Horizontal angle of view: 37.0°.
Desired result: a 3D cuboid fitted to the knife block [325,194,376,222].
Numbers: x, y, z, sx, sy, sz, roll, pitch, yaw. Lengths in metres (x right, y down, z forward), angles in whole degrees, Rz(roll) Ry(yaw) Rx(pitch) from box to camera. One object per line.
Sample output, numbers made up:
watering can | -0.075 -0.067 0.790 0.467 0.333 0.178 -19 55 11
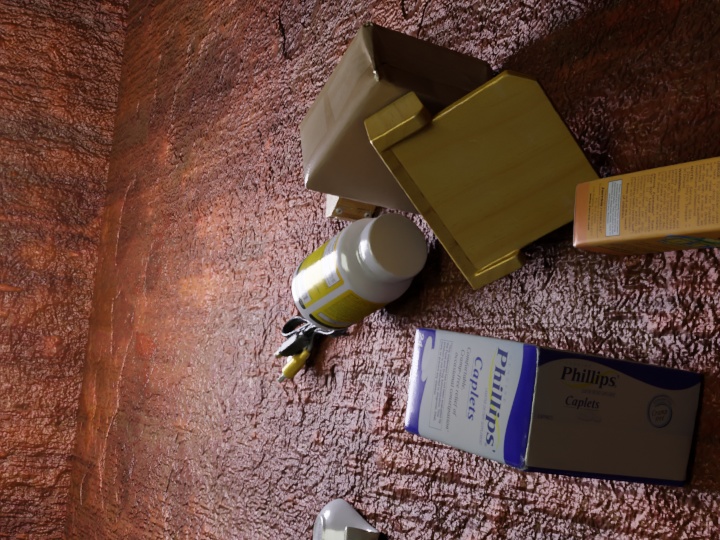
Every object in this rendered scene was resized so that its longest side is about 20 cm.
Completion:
knife block | -0.007 -0.193 1.550 0.200 0.064 0.176 -65 31 29

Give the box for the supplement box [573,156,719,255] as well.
supplement box | 0.277 -0.054 0.956 0.200 0.066 0.069 -10 73 62

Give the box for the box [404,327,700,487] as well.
box | 0.169 0.122 0.983 0.200 0.184 0.105 3 84 63

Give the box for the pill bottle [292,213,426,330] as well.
pill bottle | 0.000 0.000 1.410 0.200 0.112 0.113 -33 54 55

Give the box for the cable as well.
cable | -0.066 0.095 1.630 0.200 0.050 0.097 -34 35 40

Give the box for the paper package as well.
paper package | 0.046 -0.177 1.302 0.200 0.190 0.104 -51 37 43

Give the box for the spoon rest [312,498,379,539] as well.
spoon rest | -0.019 0.358 1.433 0.200 0.060 0.100 151 125 -73

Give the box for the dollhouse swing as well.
dollhouse swing | 0.133 -0.118 1.156 0.176 0.200 0.182 -35 16 8
